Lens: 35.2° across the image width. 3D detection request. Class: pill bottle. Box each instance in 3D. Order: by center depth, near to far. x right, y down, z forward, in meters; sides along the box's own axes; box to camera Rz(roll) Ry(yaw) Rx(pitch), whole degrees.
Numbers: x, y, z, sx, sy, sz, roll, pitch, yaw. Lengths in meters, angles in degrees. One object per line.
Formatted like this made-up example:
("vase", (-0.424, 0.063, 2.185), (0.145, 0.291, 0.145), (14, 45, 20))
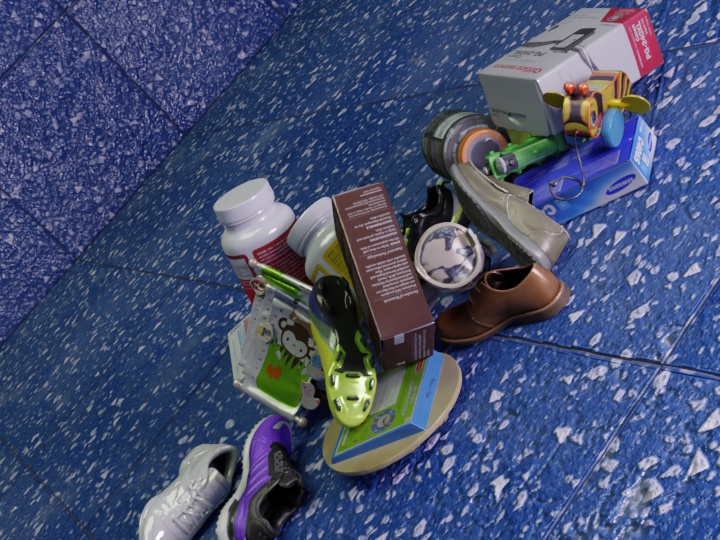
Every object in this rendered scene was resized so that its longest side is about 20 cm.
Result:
("pill bottle", (0.000, 0.000, 1.501), (0.112, 0.200, 0.113), (-43, -13, -13))
("pill bottle", (-0.125, -0.020, 1.589), (0.111, 0.202, 0.113), (-21, 23, 10))
("pill bottle", (0.158, -0.176, 1.650), (0.106, 0.106, 0.200), (-44, 14, 2))

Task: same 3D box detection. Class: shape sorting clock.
("shape sorting clock", (0.038, 0.172, 1.373), (0.199, 0.039, 0.201), (-35, 20, 15))

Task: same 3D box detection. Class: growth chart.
("growth chart", (-0.105, 0.098, 1.523), (0.143, 0.203, 0.018), (18, 16, 26))

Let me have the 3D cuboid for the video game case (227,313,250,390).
("video game case", (-0.142, 0.091, 1.858), (0.182, 0.024, 0.200), (-42, 22, 7))

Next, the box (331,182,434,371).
("box", (0.027, 0.006, 1.375), (0.074, 0.100, 0.202), (-15, 65, -5))

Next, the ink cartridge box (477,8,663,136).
("ink cartridge box", (0.279, -0.270, 1.522), (0.199, 0.084, 0.145), (-33, 25, -18))

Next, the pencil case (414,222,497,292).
("pencil case", (0.118, -0.016, 1.403), (0.089, 0.078, 0.200), (-43, -8, 6))

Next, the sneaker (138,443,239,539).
("sneaker", (-0.235, 0.316, 1.560), (0.099, 0.075, 0.201), (-20, 33, 48))

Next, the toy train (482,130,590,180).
("toy train", (0.252, -0.167, 1.494), (0.198, 0.042, 0.056), (-24, 9, -17))

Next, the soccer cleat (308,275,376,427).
("soccer cleat", (-0.024, 0.104, 1.409), (0.084, 0.064, 0.203), (112, 150, -59))

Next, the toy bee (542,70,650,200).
("toy bee", (0.282, -0.193, 1.366), (0.129, 0.110, 0.201), (-6, 40, 16))

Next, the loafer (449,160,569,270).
("loafer", (0.187, -0.074, 1.428), (0.069, 0.075, 0.200), (-36, 59, -10))

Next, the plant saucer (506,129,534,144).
("plant saucer", (0.293, -0.231, 1.639), (0.199, 0.031, 0.201), (-37, 24, 20))

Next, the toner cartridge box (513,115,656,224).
("toner cartridge box", (0.277, -0.114, 1.446), (0.199, 0.043, 0.096), (-26, 29, 39))

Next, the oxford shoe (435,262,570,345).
("oxford shoe", (0.156, 0.034, 1.369), (0.199, 0.071, 0.072), (-26, 30, 43))

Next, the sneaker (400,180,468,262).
("sneaker", (0.074, -0.045, 1.631), (0.201, 0.083, 0.071), (-52, 23, -17))

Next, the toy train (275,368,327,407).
("toy train", (-0.061, 0.110, 1.613), (0.113, 0.086, 0.201), (-26, 27, 18))

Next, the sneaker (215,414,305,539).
("sneaker", (-0.106, 0.266, 1.442), (0.099, 0.070, 0.202), (-20, 36, 34))
